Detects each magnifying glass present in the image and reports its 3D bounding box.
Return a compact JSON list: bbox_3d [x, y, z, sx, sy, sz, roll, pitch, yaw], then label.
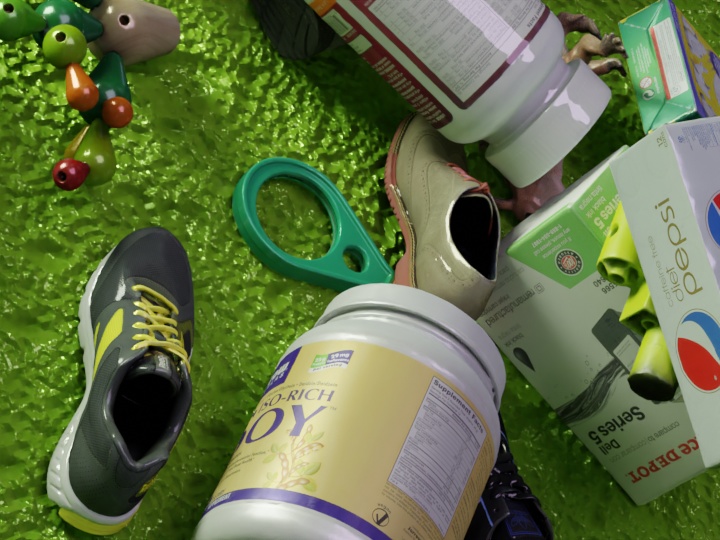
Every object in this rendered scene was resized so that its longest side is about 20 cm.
[{"bbox_3d":[0.000,0.000,1.423,0.200,0.022,0.080,37,50,-10],"label":"magnifying glass"}]

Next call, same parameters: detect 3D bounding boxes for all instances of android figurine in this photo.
[{"bbox_3d":[0.236,0.010,1.369,0.181,0.041,0.201,31,59,-14],"label":"android figurine"}]

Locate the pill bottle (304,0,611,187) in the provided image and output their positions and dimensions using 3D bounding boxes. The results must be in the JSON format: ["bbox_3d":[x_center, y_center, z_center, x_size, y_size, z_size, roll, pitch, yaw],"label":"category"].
[{"bbox_3d":[0.064,-0.155,1.422,0.200,0.109,0.110,43,49,-9],"label":"pill bottle"}]

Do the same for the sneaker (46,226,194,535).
[{"bbox_3d":[-0.123,0.056,1.262,0.074,0.085,0.201,23,55,-24],"label":"sneaker"}]

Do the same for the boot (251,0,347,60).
[{"bbox_3d":[-0.036,-0.244,1.509,0.130,0.068,0.201,-22,87,-45],"label":"boot"}]

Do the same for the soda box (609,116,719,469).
[{"bbox_3d":[0.219,0.012,1.296,0.063,0.068,0.201,-9,76,-29],"label":"soda box"}]

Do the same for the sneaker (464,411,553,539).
[{"bbox_3d":[0.084,0.148,1.360,0.070,0.078,0.201,8,62,-31],"label":"sneaker"}]

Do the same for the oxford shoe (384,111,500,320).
[{"bbox_3d":[0.065,-0.042,1.439,0.070,0.075,0.201,24,42,-30],"label":"oxford shoe"}]

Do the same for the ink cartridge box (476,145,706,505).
[{"bbox_3d":[0.183,0.040,1.441,0.200,0.145,0.084,48,51,-2],"label":"ink cartridge box"}]

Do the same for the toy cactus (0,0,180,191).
[{"bbox_3d":[-0.178,-0.143,1.346,0.165,0.102,0.201,-7,66,-57],"label":"toy cactus"}]

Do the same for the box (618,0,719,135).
[{"bbox_3d":[0.265,-0.097,1.587,0.200,0.048,0.118,41,31,-44],"label":"box"}]

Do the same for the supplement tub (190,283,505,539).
[{"bbox_3d":[-0.002,0.121,1.271,0.145,0.145,0.201,36,50,-13],"label":"supplement tub"}]

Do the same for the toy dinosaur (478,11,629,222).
[{"bbox_3d":[0.114,-0.143,1.545,0.201,0.135,0.086,63,4,37],"label":"toy dinosaur"}]
